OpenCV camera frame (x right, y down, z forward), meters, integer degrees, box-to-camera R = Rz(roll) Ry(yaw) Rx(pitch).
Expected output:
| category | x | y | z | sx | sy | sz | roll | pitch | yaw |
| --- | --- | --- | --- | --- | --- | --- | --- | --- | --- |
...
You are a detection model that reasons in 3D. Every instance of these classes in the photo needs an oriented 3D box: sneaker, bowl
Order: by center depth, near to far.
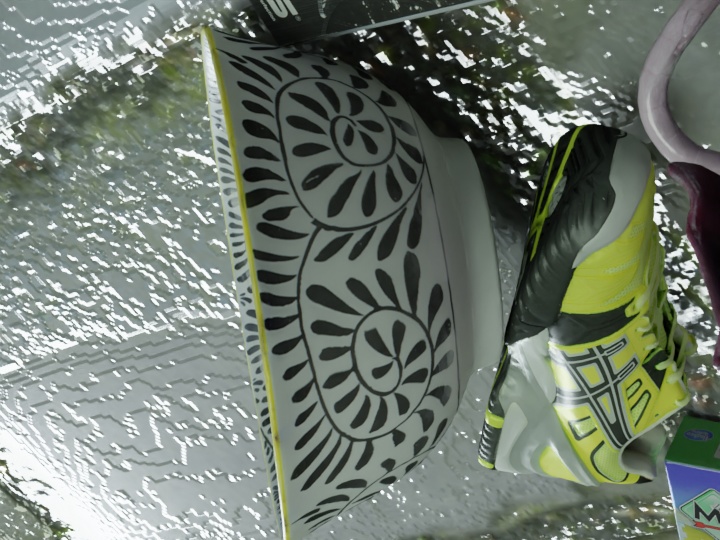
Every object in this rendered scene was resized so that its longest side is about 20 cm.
| category | x | y | z | sx | sy | sz | roll | pitch | yaw |
| --- | --- | --- | --- | --- | --- | --- | --- | --- | --- |
| bowl | 0.000 | 0.000 | 0.819 | 0.094 | 0.201 | 0.201 | -8 | 137 | -5 |
| sneaker | 0.096 | 0.016 | 0.830 | 0.076 | 0.075 | 0.200 | 13 | 147 | 5 |

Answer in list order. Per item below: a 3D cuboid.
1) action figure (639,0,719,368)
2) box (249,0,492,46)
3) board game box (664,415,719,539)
| category | x | y | z | sx | sy | sz | roll | pitch | yaw |
| --- | --- | --- | --- | --- | --- | --- | --- | --- | --- |
| action figure | 0.176 | 0.012 | 0.719 | 0.200 | 0.134 | 0.149 | 33 | -170 | -44 |
| box | -0.009 | -0.176 | 0.705 | 0.158 | 0.048 | 0.200 | -6 | 128 | 41 |
| board game box | 0.230 | 0.131 | 0.881 | 0.200 | 0.029 | 0.135 | 9 | 137 | 29 |
